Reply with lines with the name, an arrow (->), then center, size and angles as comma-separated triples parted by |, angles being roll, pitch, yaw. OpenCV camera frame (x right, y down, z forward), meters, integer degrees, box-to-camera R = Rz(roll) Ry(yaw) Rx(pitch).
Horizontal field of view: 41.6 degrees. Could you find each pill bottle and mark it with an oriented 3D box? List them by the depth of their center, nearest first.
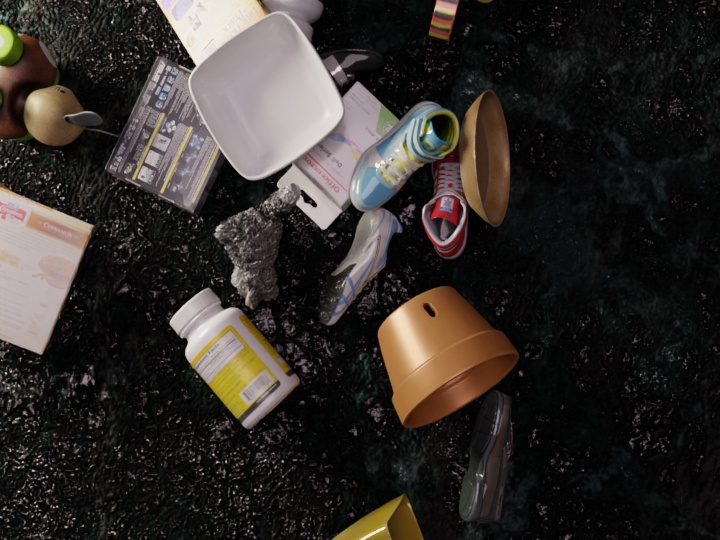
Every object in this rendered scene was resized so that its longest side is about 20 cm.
pill bottle -> -0.193, 0.128, 1.429 | 0.111, 0.111, 0.201 | -41, 86, -3
pill bottle -> -0.104, -0.454, 1.479 | 0.107, 0.110, 0.204 | 10, 88, 1

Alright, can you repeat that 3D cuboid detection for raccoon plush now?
raccoon plush -> -0.142, -0.028, 1.417 | 0.096, 0.199, 0.136 | -21, 85, -34

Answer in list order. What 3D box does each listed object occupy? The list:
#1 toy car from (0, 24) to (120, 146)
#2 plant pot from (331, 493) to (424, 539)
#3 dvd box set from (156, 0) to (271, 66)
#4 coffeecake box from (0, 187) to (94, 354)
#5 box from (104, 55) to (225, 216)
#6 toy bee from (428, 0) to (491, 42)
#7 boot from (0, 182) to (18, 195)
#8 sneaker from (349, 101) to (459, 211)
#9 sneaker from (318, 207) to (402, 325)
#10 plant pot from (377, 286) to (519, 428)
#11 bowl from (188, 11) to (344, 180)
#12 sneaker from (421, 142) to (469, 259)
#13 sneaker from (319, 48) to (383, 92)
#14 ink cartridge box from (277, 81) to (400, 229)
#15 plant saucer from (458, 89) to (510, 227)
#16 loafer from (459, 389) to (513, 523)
toy car -> -0.462, -0.254, 1.430 | 0.197, 0.164, 0.160 | 21, 86, 7
plant pot -> 0.010, 0.466, 1.366 | 0.174, 0.200, 0.203 | -22, 85, 9
dvd box set -> -0.232, -0.413, 1.468 | 0.146, 0.029, 0.201 | -42, 70, 23
coffeecake box -> -0.511, 0.000, 1.429 | 0.151, 0.073, 0.203 | 23, 94, -14
box -> -0.287, -0.212, 1.492 | 0.159, 0.049, 0.203 | 24, 85, 5
toy bee -> 0.141, -0.469, 1.481 | 0.128, 0.109, 0.204 | -6, 85, 2
boot -> -0.545, -0.091, 1.471 | 0.199, 0.075, 0.074 | 36, 83, 1
sneaker -> 0.066, -0.166, 1.385 | 0.079, 0.130, 0.201 | 39, 88, -18
sneaker -> 0.000, 0.000, 1.464 | 0.072, 0.072, 0.202 | 28, 93, -27
plant pot -> 0.116, 0.120, 1.399 | 0.198, 0.200, 0.141 | -30, 68, -2
bowl -> -0.134, -0.255, 1.418 | 0.198, 0.075, 0.202 | -32, 89, 10
sneaker -> 0.135, -0.124, 1.445 | 0.070, 0.112, 0.204 | 0, 84, 12
sneaker -> -0.056, -0.292, 1.488 | 0.196, 0.074, 0.090 | -9, 84, 10
ink cartridge box -> -0.030, -0.176, 1.476 | 0.117, 0.067, 0.200 | 42, 86, 3
plant saucer -> 0.184, -0.167, 1.422 | 0.035, 0.200, 0.204 | -1, 84, 23
loafer -> 0.202, 0.284, 1.443 | 0.062, 0.072, 0.204 | 13, 92, -18
